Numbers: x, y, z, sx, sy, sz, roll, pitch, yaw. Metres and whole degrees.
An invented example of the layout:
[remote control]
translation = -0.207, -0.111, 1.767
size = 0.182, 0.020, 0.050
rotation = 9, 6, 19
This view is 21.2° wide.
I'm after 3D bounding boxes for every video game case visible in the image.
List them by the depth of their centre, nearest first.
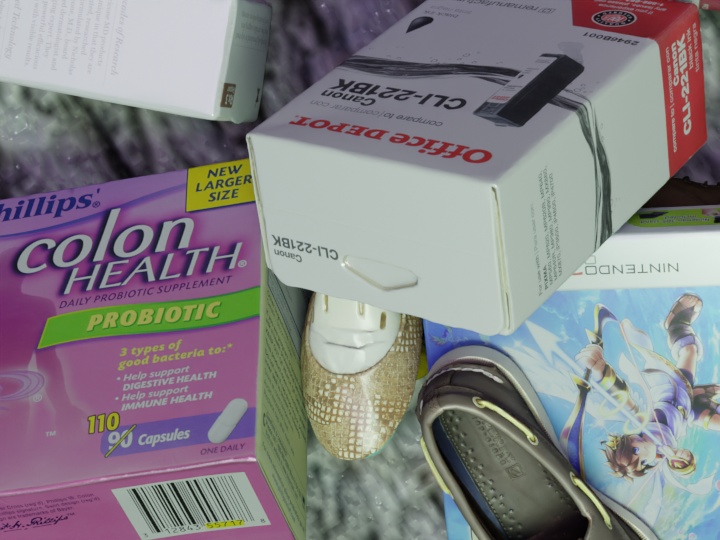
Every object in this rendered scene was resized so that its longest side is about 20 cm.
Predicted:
[video game case]
translation = 0.128, 0.068, 0.987
size = 0.181, 0.045, 0.200
rotation = -2, 109, 16

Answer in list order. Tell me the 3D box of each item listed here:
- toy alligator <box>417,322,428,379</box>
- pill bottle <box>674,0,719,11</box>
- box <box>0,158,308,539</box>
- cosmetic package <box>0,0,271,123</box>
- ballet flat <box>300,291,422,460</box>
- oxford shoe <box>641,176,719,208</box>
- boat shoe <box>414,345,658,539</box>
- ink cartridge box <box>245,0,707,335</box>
[toy alligator]
translation = 0.073, 0.021, 1.049
size = 0.200, 0.059, 0.054
rotation = -22, 131, 29
[pill bottle]
translation = 0.234, -0.186, 0.996
size = 0.200, 0.114, 0.114
rotation = 8, 94, 8
[box]
translation = -0.123, 0.055, 1.022
size = 0.176, 0.097, 0.200
rotation = -8, 50, 10
[cosmetic package]
translation = -0.157, -0.133, 1.069
size = 0.200, 0.102, 0.074
rotation = 9, 95, 8
[ballet flat]
translation = 0.000, 0.000, 1.025
size = 0.070, 0.065, 0.200
rotation = -3, 61, 17
[oxford shoe]
translation = 0.169, -0.019, 1.042
size = 0.200, 0.084, 0.073
rotation = 34, 141, 14
[boat shoe]
translation = 0.095, 0.131, 0.961
size = 0.072, 0.060, 0.200
rotation = -30, 101, 23
[ink cartridge box]
translation = 0.061, -0.064, 0.949
size = 0.144, 0.200, 0.084
rotation = 14, 129, 33
